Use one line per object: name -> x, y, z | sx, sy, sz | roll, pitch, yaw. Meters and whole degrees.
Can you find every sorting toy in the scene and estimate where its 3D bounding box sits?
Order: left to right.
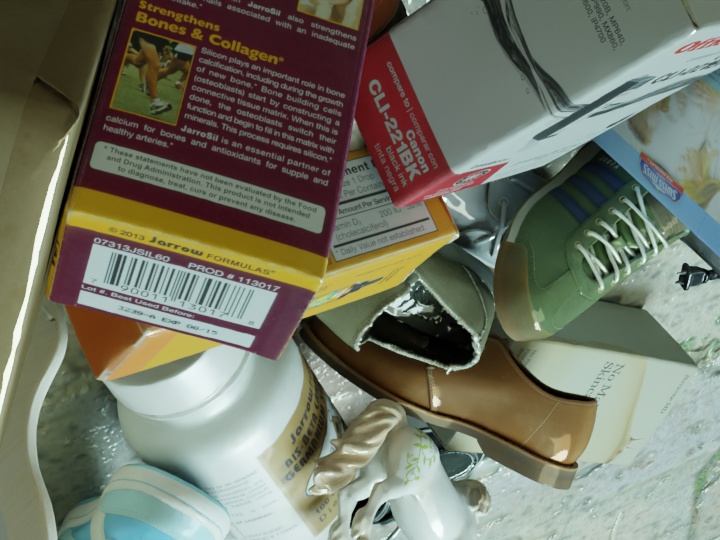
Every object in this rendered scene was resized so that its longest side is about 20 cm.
sorting toy -> -0.205, 0.139, 0.800 | 0.106, 0.180, 0.201 | -6, 129, -32

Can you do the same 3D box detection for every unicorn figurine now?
unicorn figurine -> 0.037, 0.158, 0.931 | 0.138, 0.073, 0.201 | -60, 148, -38

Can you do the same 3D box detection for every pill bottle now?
pill bottle -> -0.080, 0.084, 0.889 | 0.114, 0.114, 0.200 | -34, 138, -5

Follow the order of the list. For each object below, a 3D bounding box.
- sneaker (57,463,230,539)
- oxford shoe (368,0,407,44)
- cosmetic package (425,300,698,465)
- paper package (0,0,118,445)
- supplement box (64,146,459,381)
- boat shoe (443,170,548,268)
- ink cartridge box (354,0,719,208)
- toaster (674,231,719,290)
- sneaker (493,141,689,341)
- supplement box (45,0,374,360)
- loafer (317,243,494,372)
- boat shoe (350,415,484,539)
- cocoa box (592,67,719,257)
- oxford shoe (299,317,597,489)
sneaker -> -0.148, 0.194, 0.870 | 0.079, 0.131, 0.200 | 31, 150, -11
oxford shoe -> -0.052, -0.082, 0.797 | 0.199, 0.071, 0.073 | -36, 143, -3
cosmetic package -> 0.138, 0.076, 1.069 | 0.199, 0.073, 0.104 | 10, 120, -39
paper package -> -0.179, -0.038, 0.646 | 0.103, 0.191, 0.201 | 14, 121, -10
supplement box -> -0.049, -0.009, 0.750 | 0.199, 0.069, 0.066 | -15, 165, -37
boat shoe -> 0.086, -0.033, 0.937 | 0.072, 0.069, 0.200 | -48, 138, 11
ink cartridge box -> 0.109, -0.117, 0.740 | 0.144, 0.084, 0.200 | -18, 171, -47
toaster -> 0.295, -0.077, 1.018 | 0.199, 0.114, 0.130 | -21, 132, -16
sneaker -> 0.156, -0.032, 0.902 | 0.200, 0.089, 0.067 | -49, 118, -46
supplement box -> -0.062, -0.076, 0.670 | 0.110, 0.201, 0.086 | 16, 150, -11
loafer -> 0.000, 0.000, 0.860 | 0.199, 0.070, 0.075 | 22, 125, -23
boat shoe -> 0.015, 0.151, 1.050 | 0.198, 0.068, 0.074 | -3, 128, -34
cocoa box -> 0.220, -0.117, 0.859 | 0.130, 0.200, 0.134 | -12, 131, -27
oxford shoe -> 0.058, 0.065, 0.954 | 0.199, 0.071, 0.072 | 24, 101, -1
